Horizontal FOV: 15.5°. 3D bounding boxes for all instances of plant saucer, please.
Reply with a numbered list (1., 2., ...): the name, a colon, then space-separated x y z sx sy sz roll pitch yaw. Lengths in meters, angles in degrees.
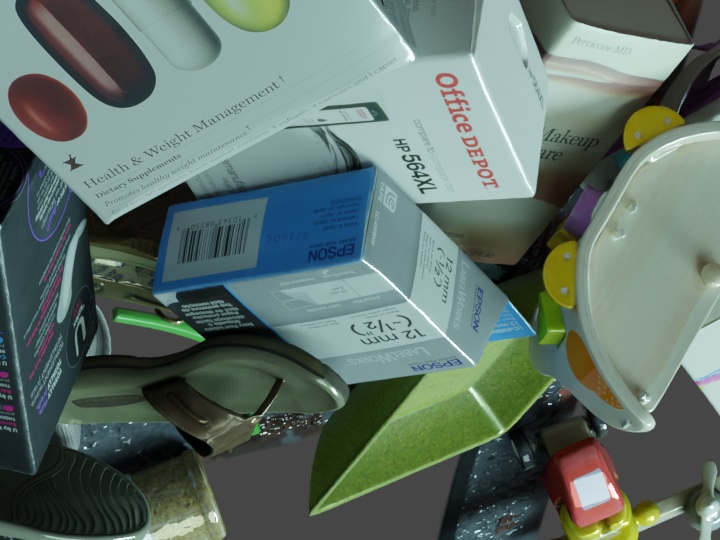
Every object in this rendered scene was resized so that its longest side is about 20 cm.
1. plant saucer: 0.065 0.069 1.782 0.199 0.048 0.200 -19 157 -40

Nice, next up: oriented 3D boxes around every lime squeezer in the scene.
1. lime squeezer: -0.087 0.056 1.745 0.070 0.038 0.200 -2 154 25

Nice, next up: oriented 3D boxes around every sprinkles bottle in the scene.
1. sprinkles bottle: -0.195 0.188 1.814 0.199 0.068 0.068 -21 145 -5

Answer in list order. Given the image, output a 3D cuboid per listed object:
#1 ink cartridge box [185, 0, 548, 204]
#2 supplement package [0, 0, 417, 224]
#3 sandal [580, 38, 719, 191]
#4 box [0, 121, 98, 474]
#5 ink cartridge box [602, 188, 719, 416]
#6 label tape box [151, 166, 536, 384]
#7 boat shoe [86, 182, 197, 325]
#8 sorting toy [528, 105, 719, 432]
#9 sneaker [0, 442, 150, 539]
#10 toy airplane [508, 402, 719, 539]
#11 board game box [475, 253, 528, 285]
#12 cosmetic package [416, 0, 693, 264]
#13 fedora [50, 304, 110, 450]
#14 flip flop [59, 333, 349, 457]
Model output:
1. ink cartridge box: -0.010 -0.105 1.458 0.199 0.085 0.146 -3 149 18
2. supplement package: -0.110 -0.165 1.301 0.191 0.148 0.200 -28 139 14
3. sandal: 0.212 -0.117 1.666 0.202 0.050 0.082 -35 -172 20
4. box: -0.217 -0.003 1.457 0.106 0.123 0.201 10 136 10
5. ink cartridge box: 0.251 -0.004 1.759 0.125 0.129 0.200 -29 150 9
6. label tape box: -0.006 0.024 1.535 0.143 0.066 0.200 -10 145 30
7. boat shoe: -0.132 -0.013 1.591 0.199 0.074 0.063 18 139 -29
8. sorting toy: 0.157 -0.005 1.619 0.200 0.107 0.180 -58 -174 -15
9. sneaker: -0.233 0.163 1.602 0.199 0.075 0.106 6 134 -16
10. toy airplane: 0.181 0.205 1.998 0.198 0.141 0.200 8 134 -38
11. board game box: 0.000 0.000 1.717 0.135 0.028 0.200 -42 141 23
12. cosmetic package: 0.096 -0.102 1.587 0.103 0.087 0.200 6 135 -35
13. fedora: -0.231 0.091 1.644 0.176 0.091 0.200 -14 144 -13
14. flip flop: -0.100 0.080 1.537 0.199 0.058 0.081 -5 150 19
